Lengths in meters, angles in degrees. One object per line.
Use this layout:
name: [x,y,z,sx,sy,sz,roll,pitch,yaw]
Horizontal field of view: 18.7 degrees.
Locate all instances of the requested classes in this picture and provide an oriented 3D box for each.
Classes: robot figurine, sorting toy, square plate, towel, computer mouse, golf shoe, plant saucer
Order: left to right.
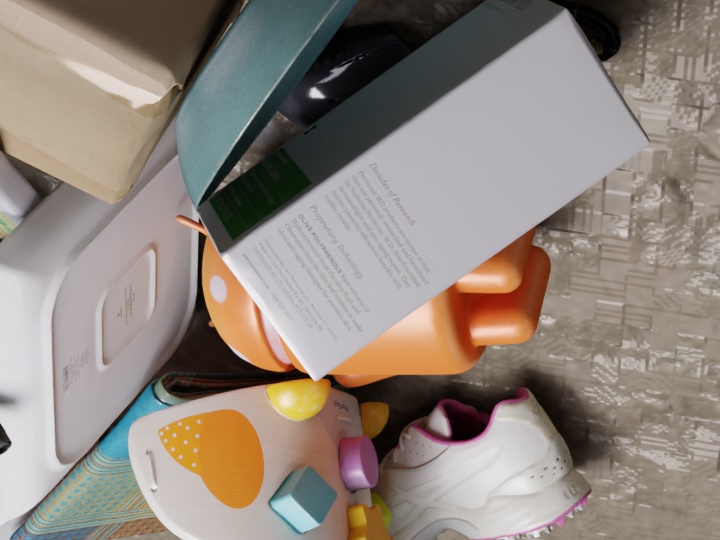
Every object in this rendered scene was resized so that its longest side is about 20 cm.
square plate: [-0.139,0.017,1.206,0.028,0.198,0.200,21,134,17]
towel: [-0.113,0.115,1.345,0.147,0.022,0.200,-2,150,-41]
plant saucer: [-0.033,-0.120,1.055,0.036,0.200,0.200,36,132,-2]
sorting toy: [-0.025,0.165,1.250,0.107,0.180,0.200,-22,163,16]
robot figurine: [0.000,0.002,1.202,0.200,0.117,0.144,0,173,18]
golf shoe: [0.043,0.124,1.336,0.200,0.075,0.092,-15,100,31]
computer mouse: [0.039,-0.105,1.153,0.200,0.034,0.059,-9,125,24]

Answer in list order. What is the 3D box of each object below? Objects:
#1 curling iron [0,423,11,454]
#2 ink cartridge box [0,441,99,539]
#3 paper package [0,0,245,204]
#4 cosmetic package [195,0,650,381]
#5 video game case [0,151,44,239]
curling iron: [-0.251,0.024,1.156,0.200,0.050,0.026,47,126,13]
ink cartridge box: [-0.218,0.144,1.367,0.047,0.160,0.200,53,131,7]
paper package: [-0.158,-0.155,1.069,0.200,0.191,0.103,28,132,-4]
cosmetic package: [0.028,-0.046,1.071,0.200,0.108,0.085,-37,108,-2]
video game case: [-0.254,-0.059,1.120,0.182,0.022,0.200,17,171,5]
